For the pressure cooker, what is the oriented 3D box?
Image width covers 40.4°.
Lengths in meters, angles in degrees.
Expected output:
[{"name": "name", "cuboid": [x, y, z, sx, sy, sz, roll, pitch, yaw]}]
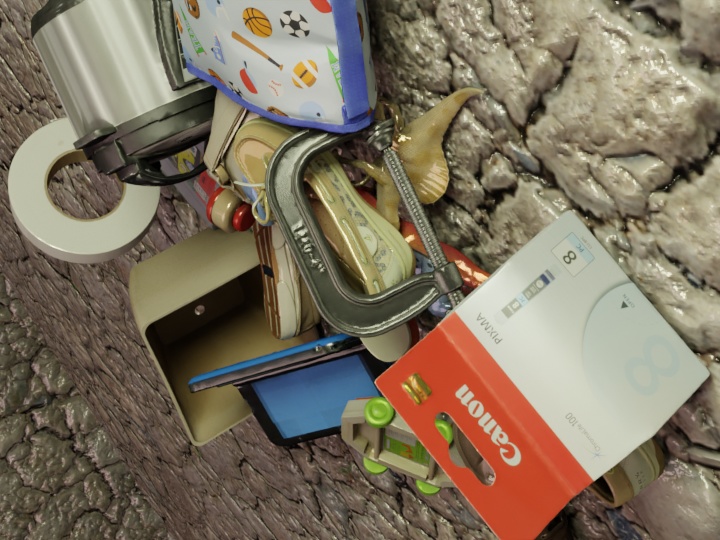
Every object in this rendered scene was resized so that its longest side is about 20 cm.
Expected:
[{"name": "pressure cooker", "cuboid": [-0.209, -0.185, 0.969, 0.179, 0.174, 0.202, -160, 47, -79]}]

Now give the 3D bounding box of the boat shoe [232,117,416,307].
[{"name": "boat shoe", "cuboid": [-0.040, -0.051, 0.826, 0.200, 0.063, 0.074, 41, 132, 10]}]

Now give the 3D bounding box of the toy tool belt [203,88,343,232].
[{"name": "toy tool belt", "cuboid": [-0.081, -0.100, 0.924, 0.122, 0.124, 0.202, 33, 128, 22]}]

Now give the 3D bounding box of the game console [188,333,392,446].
[{"name": "game console", "cuboid": [-0.064, 0.144, 1.110, 0.198, 0.170, 0.120, -18, 87, 21]}]

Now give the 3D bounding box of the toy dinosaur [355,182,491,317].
[{"name": "toy dinosaur", "cuboid": [0.065, -0.016, 0.890, 0.199, 0.105, 0.183, -30, 87, 30]}]

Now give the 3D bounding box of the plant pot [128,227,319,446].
[{"name": "plant pot", "cuboid": [-0.186, 0.057, 1.237, 0.177, 0.198, 0.202, 41, 154, 48]}]

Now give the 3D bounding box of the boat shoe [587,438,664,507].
[{"name": "boat shoe", "cuboid": [0.168, 0.133, 0.864, 0.199, 0.066, 0.075, 30, 146, 39]}]

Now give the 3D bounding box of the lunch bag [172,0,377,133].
[{"name": "lunch bag", "cuboid": [-0.061, -0.216, 0.762, 0.200, 0.123, 0.172, 38, 149, 42]}]

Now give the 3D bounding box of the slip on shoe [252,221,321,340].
[{"name": "slip on shoe", "cuboid": [-0.079, -0.021, 1.104, 0.076, 0.060, 0.203, -151, 52, -61]}]

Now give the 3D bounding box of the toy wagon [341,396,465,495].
[{"name": "toy wagon", "cuboid": [0.073, 0.205, 1.096, 0.197, 0.040, 0.156, 19, 150, 11]}]

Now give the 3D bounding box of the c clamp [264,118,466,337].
[{"name": "c clamp", "cuboid": [0.023, -0.038, 0.779, 0.202, 0.170, 0.027, 59, -172, 0]}]

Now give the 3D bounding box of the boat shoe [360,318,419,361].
[{"name": "boat shoe", "cuboid": [0.000, 0.000, 0.986, 0.202, 0.071, 0.062, 61, -162, 9]}]

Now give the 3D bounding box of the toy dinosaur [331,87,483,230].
[{"name": "toy dinosaur", "cuboid": [0.038, -0.106, 0.819, 0.101, 0.058, 0.201, 41, 132, 11]}]

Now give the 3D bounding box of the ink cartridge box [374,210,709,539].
[{"name": "ink cartridge box", "cuboid": [0.133, 0.075, 0.701, 0.161, 0.199, 0.047, 50, 154, 5]}]

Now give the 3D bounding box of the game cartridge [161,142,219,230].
[{"name": "game cartridge", "cuboid": [-0.197, -0.143, 1.174, 0.134, 0.041, 0.200, 53, 154, 11]}]

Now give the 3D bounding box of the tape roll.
[{"name": "tape roll", "cuboid": [-0.369, -0.110, 1.311, 0.203, 0.202, 0.037, 50, 154, 7]}]

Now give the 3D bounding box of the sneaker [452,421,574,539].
[{"name": "sneaker", "cuboid": [0.164, 0.224, 0.979, 0.201, 0.070, 0.075, 56, 153, -5]}]
